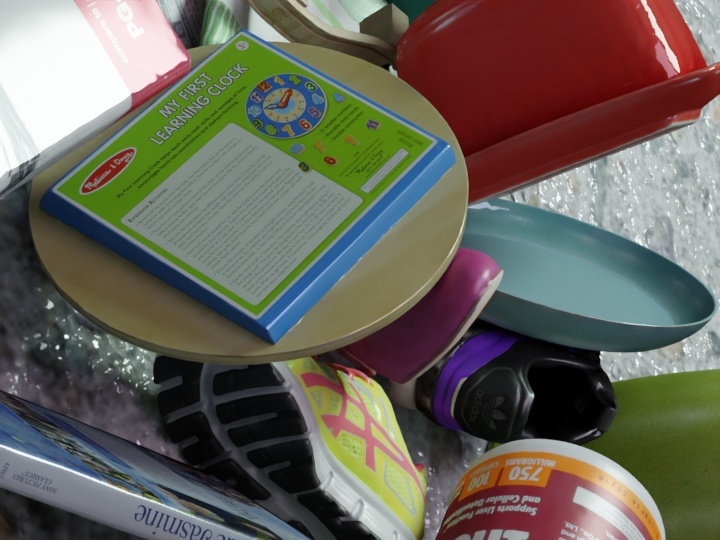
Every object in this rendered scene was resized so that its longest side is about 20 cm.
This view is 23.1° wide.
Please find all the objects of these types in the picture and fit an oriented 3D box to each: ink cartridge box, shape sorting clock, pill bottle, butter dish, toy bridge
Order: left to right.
[{"bbox_3d":[-0.184,-0.051,0.686,0.085,0.144,0.200,58,39,-8],"label":"ink cartridge box"},{"bbox_3d":[-0.050,-0.035,0.798,0.198,0.039,0.201,2,50,-2],"label":"shape sorting clock"},{"bbox_3d":[-0.041,-0.159,0.931,0.200,0.027,0.068,38,40,-41],"label":"toy bridge"},{"bbox_3d":[0.072,0.184,0.827,0.113,0.112,0.201,50,38,-19],"label":"pill bottle"},{"bbox_3d":[0.097,-0.127,0.970,0.149,0.198,0.200,70,18,1],"label":"butter dish"}]

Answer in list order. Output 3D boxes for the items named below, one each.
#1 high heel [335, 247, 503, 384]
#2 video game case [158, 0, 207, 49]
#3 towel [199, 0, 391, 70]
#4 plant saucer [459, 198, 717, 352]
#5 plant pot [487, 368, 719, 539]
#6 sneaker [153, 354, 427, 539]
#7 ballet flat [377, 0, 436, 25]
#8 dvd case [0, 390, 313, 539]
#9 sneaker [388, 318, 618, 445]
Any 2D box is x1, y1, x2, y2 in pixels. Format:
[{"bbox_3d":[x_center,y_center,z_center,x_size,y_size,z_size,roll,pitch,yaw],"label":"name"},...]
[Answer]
[{"bbox_3d":[0.000,0.000,0.845,0.096,0.200,0.067,42,78,-7],"label":"high heel"},{"bbox_3d":[-0.111,-0.112,0.903,0.182,0.023,0.202,-19,87,-52],"label":"video game case"},{"bbox_3d":[-0.029,-0.116,0.967,0.153,0.023,0.201,44,37,-35],"label":"towel"},{"bbox_3d":[0.101,0.002,0.994,0.199,0.199,0.028,-5,117,-50],"label":"plant saucer"},{"bbox_3d":[0.204,0.138,1.005,0.199,0.192,0.202,25,54,-39],"label":"plant pot"},{"bbox_3d":[-0.029,0.072,0.867,0.201,0.078,0.091,57,38,-29],"label":"sneaker"},{"bbox_3d":[-0.010,-0.227,1.045,0.200,0.068,0.068,42,41,-30],"label":"ballet flat"},{"bbox_3d":[-0.102,0.085,0.730,0.199,0.142,0.018,27,87,-38],"label":"dvd case"},{"bbox_3d":[0.104,0.061,0.979,0.199,0.099,0.070,-14,123,-56],"label":"sneaker"}]
